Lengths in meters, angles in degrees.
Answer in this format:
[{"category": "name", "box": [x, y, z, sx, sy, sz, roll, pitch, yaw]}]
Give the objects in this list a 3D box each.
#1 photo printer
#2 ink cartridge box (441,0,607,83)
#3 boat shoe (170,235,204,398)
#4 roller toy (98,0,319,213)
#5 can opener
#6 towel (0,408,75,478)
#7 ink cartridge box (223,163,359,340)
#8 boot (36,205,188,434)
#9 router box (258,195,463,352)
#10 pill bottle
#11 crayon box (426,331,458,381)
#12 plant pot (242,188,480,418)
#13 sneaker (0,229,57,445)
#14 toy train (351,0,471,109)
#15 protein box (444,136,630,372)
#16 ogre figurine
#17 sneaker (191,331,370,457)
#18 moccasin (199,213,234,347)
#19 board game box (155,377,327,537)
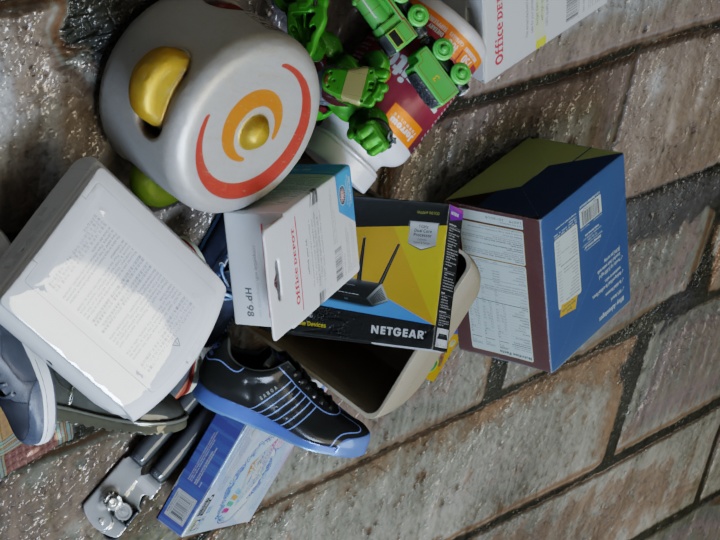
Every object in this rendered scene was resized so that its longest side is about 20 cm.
[{"category": "photo printer", "box": [-0.222, 0.024, 1.547, 0.200, 0.069, 0.167, 44, 70, -29]}, {"category": "ink cartridge box", "box": [0.173, -0.319, 1.868, 0.199, 0.083, 0.146, -35, 141, -27]}, {"category": "boat shoe", "box": [-0.196, 0.056, 1.760, 0.062, 0.071, 0.201, -20, 137, -35]}, {"category": "roller toy", "box": [-0.134, -0.155, 1.588, 0.182, 0.139, 0.201, -37, 141, -24]}, {"category": "can opener", "box": [-0.224, 0.204, 1.875, 0.200, 0.053, 0.066, -50, 180, -4]}, {"category": "towel", "box": [-0.343, 0.120, 1.675, 0.146, 0.022, 0.201, -30, 138, -31]}, {"category": "ink cartridge box", "box": [-0.073, -0.021, 1.670, 0.200, 0.066, 0.117, -40, 129, -59]}, {"category": "boot", "box": [-0.233, 0.047, 1.628, 0.180, 0.073, 0.202, 10, 95, -20]}, {"category": "router box", "box": [0.000, 0.000, 1.789, 0.051, 0.198, 0.151, 16, 80, -66]}, {"category": "pill bottle", "box": [0.031, -0.183, 1.787, 0.201, 0.113, 0.113, -53, 146, -3]}, {"category": "crayon box", "box": [0.078, 0.055, 2.100, 0.125, 0.051, 0.201, 22, 101, -55]}, {"category": "plant pot", "box": [0.022, 0.032, 1.901, 0.201, 0.199, 0.177, -58, 158, 6]}, {"category": "sneaker", "box": [-0.357, 0.080, 1.530, 0.146, 0.077, 0.204, -26, 106, -40]}, {"category": "toy train", "box": [0.035, -0.247, 1.703, 0.056, 0.201, 0.042, -40, -172, -16]}, {"category": "protein box", "box": [0.215, -0.022, 2.057, 0.198, 0.134, 0.202, -36, 129, -43]}, {"category": "ogre figurine", "box": [-0.022, -0.190, 1.677, 0.098, 0.200, 0.120, -50, 166, -3]}, {"category": "sneaker", "box": [-0.072, 0.130, 1.794, 0.198, 0.070, 0.078, 21, 105, -15]}, {"category": "moccasin", "box": [-0.130, -0.004, 1.783, 0.080, 0.068, 0.202, -4, 122, -48]}, {"category": "board game box", "box": [-0.127, 0.196, 1.933, 0.201, 0.043, 0.199, -59, 162, 6]}]
